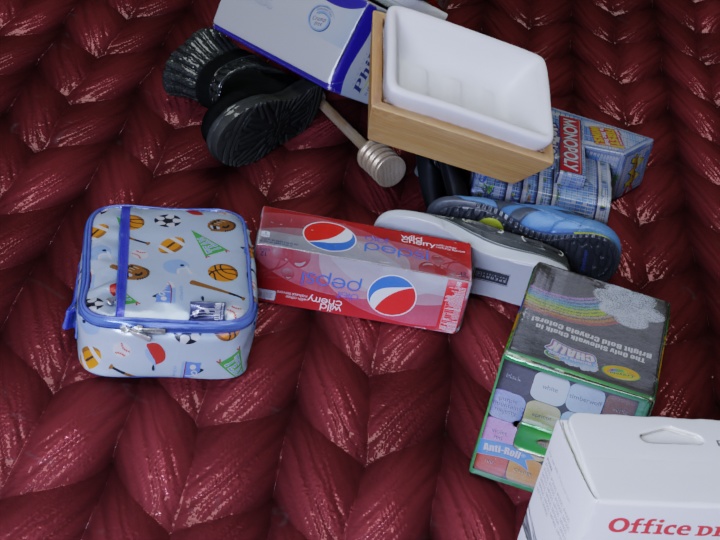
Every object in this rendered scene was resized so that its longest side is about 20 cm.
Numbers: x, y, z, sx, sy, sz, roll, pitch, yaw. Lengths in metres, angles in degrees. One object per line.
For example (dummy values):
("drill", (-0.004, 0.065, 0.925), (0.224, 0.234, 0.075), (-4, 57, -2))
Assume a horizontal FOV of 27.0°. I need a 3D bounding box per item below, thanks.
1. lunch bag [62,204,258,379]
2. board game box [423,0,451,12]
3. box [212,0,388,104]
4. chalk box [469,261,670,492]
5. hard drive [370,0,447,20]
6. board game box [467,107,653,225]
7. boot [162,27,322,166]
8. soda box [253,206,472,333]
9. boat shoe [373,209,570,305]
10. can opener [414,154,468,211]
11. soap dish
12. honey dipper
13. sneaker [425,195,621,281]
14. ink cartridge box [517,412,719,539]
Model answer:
("lunch bag", (-0.171, 0.016, 1.285), (0.160, 0.076, 0.200), (4, 31, -9))
("board game box", (0.030, -0.362, 1.756), (0.151, 0.046, 0.200), (29, 7, 8))
("box", (-0.032, -0.266, 1.686), (0.184, 0.105, 0.200), (31, 10, 28))
("chalk box", (0.168, 0.106, 1.213), (0.124, 0.124, 0.200), (18, 33, 8))
("hard drive", (0.003, -0.331, 1.728), (0.200, 0.026, 0.132), (27, 7, -5))
("board game box", (0.221, -0.117, 1.643), (0.199, 0.062, 0.200), (11, 31, -1))
("boot", (-0.152, -0.188, 1.606), (0.158, 0.080, 0.211), (30, 24, 15))
("soda box", (0.000, 0.000, 1.377), (0.199, 0.064, 0.070), (11, 32, -4))
("boat shoe", (0.108, -0.016, 1.441), (0.200, 0.069, 0.057), (19, 34, -3))
("can opener", (0.081, -0.106, 1.585), (0.079, 0.063, 0.200), (28, 34, -26))
("soap dish", (0.097, -0.178, 1.546), (0.200, 0.081, 0.158), (16, 45, -15))
("honey dipper", (-0.011, -0.152, 1.648), (0.038, 0.038, 0.200), (-5, 32, -26))
("sneaker", (0.161, -0.037, 1.499), (0.200, 0.066, 0.078), (12, 22, -2))
("ink cartridge box", (0.182, 0.200, 0.990), (0.146, 0.200, 0.083), (4, 33, -13))
